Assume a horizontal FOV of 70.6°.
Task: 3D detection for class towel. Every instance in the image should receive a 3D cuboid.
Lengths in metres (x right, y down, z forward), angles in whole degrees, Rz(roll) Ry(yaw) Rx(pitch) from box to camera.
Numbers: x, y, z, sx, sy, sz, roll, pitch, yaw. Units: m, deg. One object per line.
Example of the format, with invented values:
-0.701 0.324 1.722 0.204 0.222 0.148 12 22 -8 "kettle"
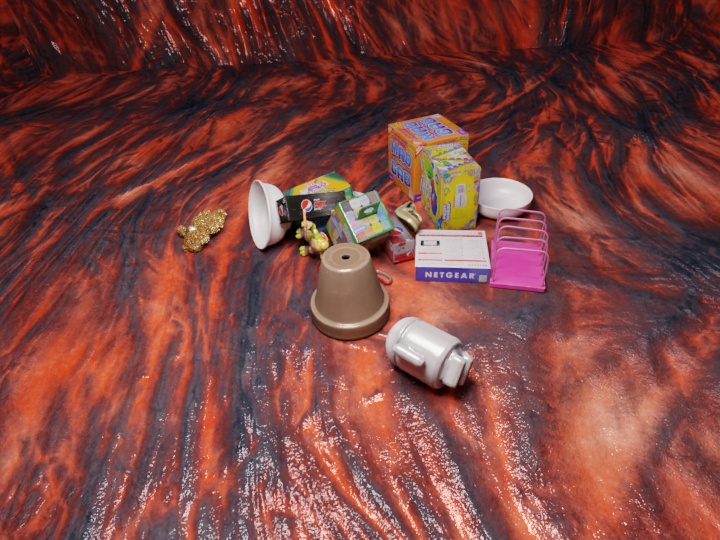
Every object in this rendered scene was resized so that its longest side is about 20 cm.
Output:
-0.161 -0.150 1.572 0.111 0.049 0.200 -28 43 -27 "towel"

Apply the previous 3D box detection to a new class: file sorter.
0.421 -0.060 1.346 0.138 0.126 0.201 6 38 12 "file sorter"

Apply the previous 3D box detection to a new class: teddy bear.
-0.488 -0.138 1.565 0.144 0.067 0.200 11 39 22 "teddy bear"

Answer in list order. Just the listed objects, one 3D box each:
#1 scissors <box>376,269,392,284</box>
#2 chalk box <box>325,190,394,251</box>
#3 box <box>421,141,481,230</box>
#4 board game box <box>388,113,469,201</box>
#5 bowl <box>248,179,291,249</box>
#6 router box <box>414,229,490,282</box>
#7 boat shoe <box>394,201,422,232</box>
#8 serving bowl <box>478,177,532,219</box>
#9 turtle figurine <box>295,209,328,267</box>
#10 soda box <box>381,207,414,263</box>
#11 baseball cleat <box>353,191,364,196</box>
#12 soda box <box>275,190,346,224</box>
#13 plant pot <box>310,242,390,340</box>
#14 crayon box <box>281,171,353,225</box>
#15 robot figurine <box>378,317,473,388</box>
0.000 0.000 1.395 0.073 0.014 0.199 -34 46 -30 "scissors"
0.002 -0.126 1.379 0.124 0.200 0.125 -22 81 -23 "chalk box"
0.270 -0.254 1.550 0.121 0.201 0.193 -9 37 -7 "box"
0.224 -0.385 1.725 0.198 0.201 0.200 -16 39 -16 "board game box"
-0.259 -0.165 1.495 0.090 0.203 0.201 -6 34 -28 "bowl"
0.248 -0.043 1.399 0.198 0.049 0.180 2 38 7 "router box"
0.147 -0.165 1.498 0.063 0.073 0.201 -44 10 8 "boat shoe"
0.435 -0.216 1.598 0.198 0.066 0.201 -3 37 2 "serving bowl"
-0.125 -0.082 1.390 0.064 0.201 0.161 -32 21 -20 "turtle figurine"
0.090 -0.105 1.476 0.069 0.064 0.200 -14 36 -11 "soda box"
-0.073 -0.228 1.633 0.198 0.070 0.106 8 29 26 "baseball cleat"
-0.135 -0.179 1.435 0.199 0.071 0.063 -11 0 -35 "soda box"
-0.028 0.034 1.214 0.198 0.176 0.201 -2 37 2 "plant pot"
-0.135 -0.224 1.562 0.199 0.059 0.119 -25 42 -15 "crayon box"
0.135 0.171 1.074 0.199 0.114 0.169 26 9 33 "robot figurine"
